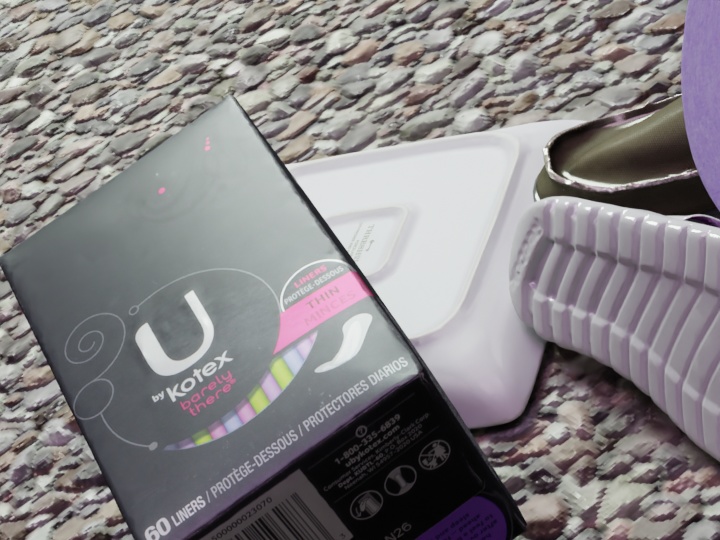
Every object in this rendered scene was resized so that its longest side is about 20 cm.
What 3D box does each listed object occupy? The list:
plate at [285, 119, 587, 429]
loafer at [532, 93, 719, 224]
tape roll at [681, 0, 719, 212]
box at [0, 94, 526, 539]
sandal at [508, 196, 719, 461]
[{"bbox_3d":[0.000,0.000,1.014,0.199,0.032,0.200,-8,38,27],"label":"plate"},{"bbox_3d":[0.164,-0.067,0.948,0.199,0.070,0.075,-13,35,19],"label":"loafer"},{"bbox_3d":[0.202,-0.093,0.800,0.200,0.065,0.201,-32,51,51],"label":"tape roll"},{"bbox_3d":[-0.043,0.045,0.877,0.122,0.106,0.200,-35,42,-1],"label":"box"},{"bbox_3d":[0.133,0.015,0.870,0.050,0.083,0.203,-3,24,-34],"label":"sandal"}]
